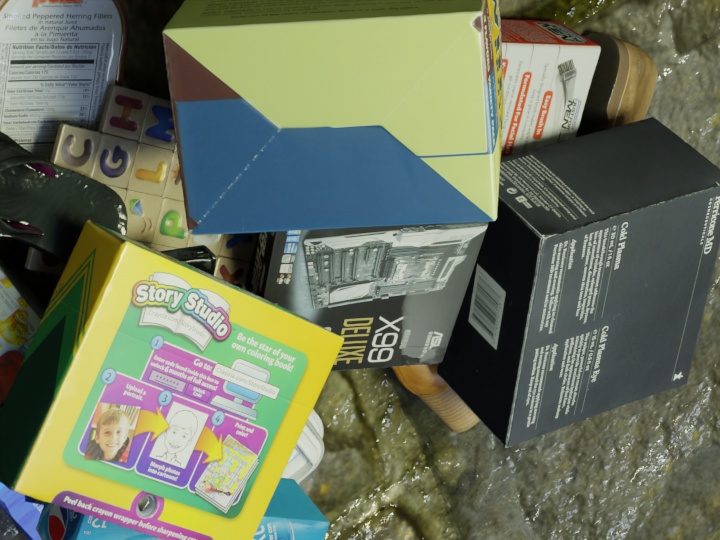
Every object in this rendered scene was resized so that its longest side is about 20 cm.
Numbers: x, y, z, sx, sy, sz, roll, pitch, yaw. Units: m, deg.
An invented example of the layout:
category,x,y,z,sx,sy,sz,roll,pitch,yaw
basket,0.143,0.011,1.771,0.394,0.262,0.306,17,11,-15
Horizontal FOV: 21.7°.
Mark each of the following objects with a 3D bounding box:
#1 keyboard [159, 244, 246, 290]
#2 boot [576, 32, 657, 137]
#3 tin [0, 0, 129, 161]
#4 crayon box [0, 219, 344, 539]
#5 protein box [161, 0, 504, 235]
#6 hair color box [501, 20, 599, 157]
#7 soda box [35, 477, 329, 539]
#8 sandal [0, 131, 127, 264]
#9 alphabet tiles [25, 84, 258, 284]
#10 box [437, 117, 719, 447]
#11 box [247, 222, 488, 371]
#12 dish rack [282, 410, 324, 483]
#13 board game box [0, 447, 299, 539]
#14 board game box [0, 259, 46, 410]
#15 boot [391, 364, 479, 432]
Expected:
category,x,y,z,sx,sy,sz,roll,pitch,yaw
keyboard,-0.142,0.060,1.332,0.103,0.040,0.201,-5,131,-22
boot,0.188,-0.088,1.523,0.075,0.073,0.201,9,106,-46
tin,-0.216,-0.118,1.267,0.111,0.042,0.201,-7,121,-35
crayon box,-0.129,0.085,1.249,0.199,0.058,0.173,26,87,-40
protein box,-0.008,-0.124,1.226,0.197,0.200,0.136,-2,112,7
hair color box,0.074,-0.130,1.419,0.199,0.064,0.112,-1,117,-31
soda box,-0.128,0.186,1.366,0.199,0.068,0.065,9,110,-32
sandal,-0.219,-0.050,1.192,0.200,0.048,0.076,16,82,-46
alphabet tiles,-0.144,-0.036,1.318,0.199,0.006,0.168,12,95,-47
box,0.169,0.008,1.441,0.181,0.104,0.201,-15,131,-28
box,0.000,0.000,1.382,0.157,0.050,0.201,-3,144,-14
dish rack,-0.125,0.159,1.493,0.200,0.044,0.172,-39,132,-5
board game box,-0.179,0.123,1.399,0.199,0.041,0.200,-39,114,-6
board game box,-0.295,0.090,1.274,0.200,0.105,0.103,-41,168,-4
boot,0.101,0.020,1.541,0.201,0.071,0.144,-45,118,-19
